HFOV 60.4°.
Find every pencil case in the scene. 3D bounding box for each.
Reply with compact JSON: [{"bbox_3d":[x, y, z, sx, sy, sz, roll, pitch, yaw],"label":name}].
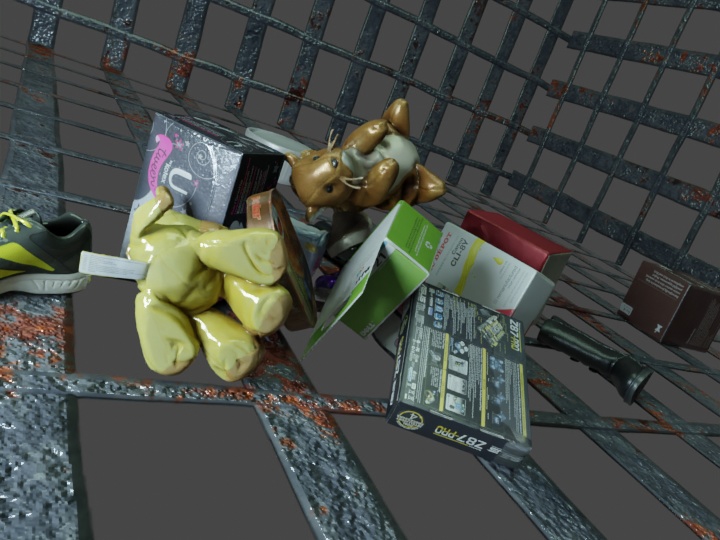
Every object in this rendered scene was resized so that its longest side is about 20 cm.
[{"bbox_3d":[-0.148,-0.061,0.986,0.197,0.092,0.084,25,42,1],"label":"pencil case"}]

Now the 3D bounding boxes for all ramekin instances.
[{"bbox_3d":[-0.220,-0.298,1.640,0.199,0.096,0.203,21,17,-6],"label":"ramekin"}]

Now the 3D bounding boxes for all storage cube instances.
[{"bbox_3d":[0.281,0.000,1.220,0.178,0.174,0.199,32,18,27],"label":"storage cube"}]

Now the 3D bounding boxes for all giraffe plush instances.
[{"bbox_3d":[-0.177,-0.002,0.639,0.198,0.175,0.162,28,7,-23],"label":"giraffe plush"}]

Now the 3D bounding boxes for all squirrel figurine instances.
[{"bbox_3d":[-0.021,-0.123,0.840,0.185,0.144,0.199,-24,3,-34],"label":"squirrel figurine"}]

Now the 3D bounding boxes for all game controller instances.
[{"bbox_3d":[-0.035,-0.039,1.183,0.198,0.043,0.103,32,33,31],"label":"game controller"}]

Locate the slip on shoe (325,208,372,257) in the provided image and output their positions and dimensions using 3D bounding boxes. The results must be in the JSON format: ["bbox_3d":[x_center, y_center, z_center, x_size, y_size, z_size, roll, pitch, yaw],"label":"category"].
[{"bbox_3d":[-0.020,-0.071,0.960,0.061,0.075,0.200,63,14,-9],"label":"slip on shoe"}]

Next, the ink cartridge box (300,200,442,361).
[{"bbox_3d":[0.016,0.029,0.766,0.075,0.148,0.201,35,38,-9],"label":"ink cartridge box"}]

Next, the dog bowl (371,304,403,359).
[{"bbox_3d":[0.116,0.087,0.904,0.197,0.075,0.201,21,16,-6],"label":"dog bowl"}]

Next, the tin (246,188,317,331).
[{"bbox_3d":[-0.094,-0.007,0.754,0.041,0.202,0.113,-15,48,1],"label":"tin"}]

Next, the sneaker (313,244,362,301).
[{"bbox_3d":[0.000,0.000,0.948,0.069,0.102,0.199,5,0,36],"label":"sneaker"}]

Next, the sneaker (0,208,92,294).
[{"bbox_3d":[-0.357,-0.024,0.610,0.074,0.086,0.199,29,17,26],"label":"sneaker"}]

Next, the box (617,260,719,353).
[{"bbox_3d":[0.838,0.097,1.649,0.197,0.167,0.166,13,18,-27],"label":"box"}]

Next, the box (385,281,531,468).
[{"bbox_3d":[0.120,0.114,0.739,0.158,0.050,0.202,19,40,-5],"label":"box"}]

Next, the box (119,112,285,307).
[{"bbox_3d":[-0.199,-0.073,0.765,0.130,0.203,0.115,25,15,13],"label":"box"}]

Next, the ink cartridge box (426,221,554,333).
[{"bbox_3d":[0.197,0.030,1.038,0.083,0.147,0.199,23,9,-48],"label":"ink cartridge box"}]

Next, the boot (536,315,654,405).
[{"bbox_3d":[0.405,0.149,1.093,0.199,0.066,0.164,35,11,27],"label":"boot"}]
